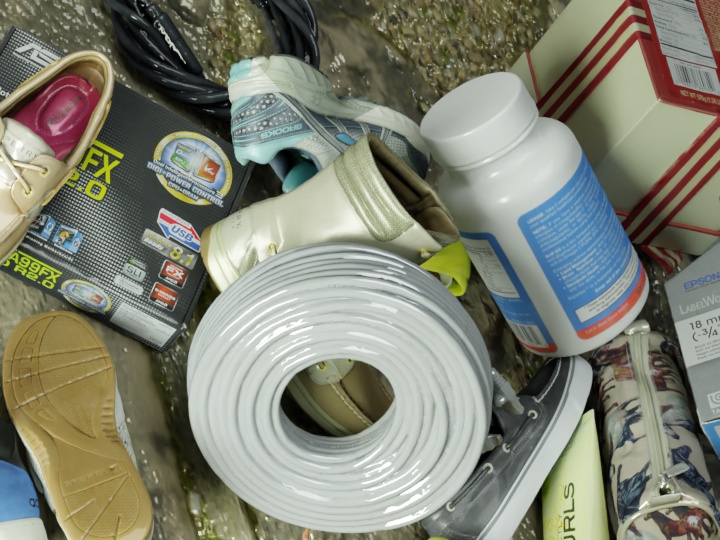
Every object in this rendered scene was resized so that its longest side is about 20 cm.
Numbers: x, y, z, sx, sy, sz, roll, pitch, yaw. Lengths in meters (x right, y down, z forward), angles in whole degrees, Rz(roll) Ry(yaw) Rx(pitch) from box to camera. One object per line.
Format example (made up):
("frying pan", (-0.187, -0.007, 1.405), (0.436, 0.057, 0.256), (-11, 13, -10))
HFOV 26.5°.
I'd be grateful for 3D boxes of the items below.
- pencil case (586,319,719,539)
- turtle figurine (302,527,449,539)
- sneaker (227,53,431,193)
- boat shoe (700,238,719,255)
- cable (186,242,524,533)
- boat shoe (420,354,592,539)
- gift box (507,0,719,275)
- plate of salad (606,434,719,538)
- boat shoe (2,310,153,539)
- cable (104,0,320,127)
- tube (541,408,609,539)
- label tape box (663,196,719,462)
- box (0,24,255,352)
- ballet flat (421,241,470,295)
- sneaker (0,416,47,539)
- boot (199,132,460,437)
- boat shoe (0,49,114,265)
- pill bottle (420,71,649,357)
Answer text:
("pencil case", (0.211, 0.127, 1.107), (0.078, 0.090, 0.200), (2, 38, -2))
("turtle figurine", (0.048, 0.240, 0.992), (0.199, 0.064, 0.162), (15, 62, 0))
("sneaker", (-0.026, -0.087, 1.141), (0.200, 0.077, 0.087), (20, 70, -43))
("boat shoe", (0.335, -0.028, 1.332), (0.071, 0.070, 0.201), (0, 61, -51))
("cable", (-0.014, 0.081, 0.989), (0.200, 0.200, 0.069), (59, 13, -23))
("boat shoe", (0.103, 0.125, 1.113), (0.066, 0.070, 0.200), (39, 59, -7))
("gift box", (0.228, -0.115, 1.234), (0.184, 0.187, 0.200), (14, 52, -22))
("plate of salad", (0.268, 0.208, 1.159), (0.200, 0.048, 0.200), (18, 44, -18))
("boat shoe", (-0.179, 0.113, 0.960), (0.071, 0.069, 0.200), (-13, 50, -14))
("cable", (-0.116, -0.200, 1.177), (0.163, 0.051, 0.200), (-5, 67, -31))
("tube", (0.154, 0.206, 1.094), (0.052, 0.058, 0.201), (40, 44, -56))
("label tape box", (0.287, 0.067, 1.171), (0.144, 0.063, 0.200), (54, 22, -43))
("box", (-0.189, -0.058, 1.060), (0.200, 0.044, 0.160), (29, 54, -13))
("ballet flat", (0.000, 0.000, 1.126), (0.200, 0.067, 0.067), (-4, 82, -32))
("sneaker", (-0.283, 0.132, 0.878), (0.200, 0.077, 0.111), (-8, 74, -37))
("boot", (0.006, 0.019, 1.038), (0.200, 0.154, 0.072), (54, 23, -15))
("boat shoe", (-0.222, -0.073, 0.978), (0.074, 0.069, 0.200), (34, 52, -8))
("pill bottle", (0.126, -0.043, 1.130), (0.200, 0.112, 0.112), (58, 46, -27))
